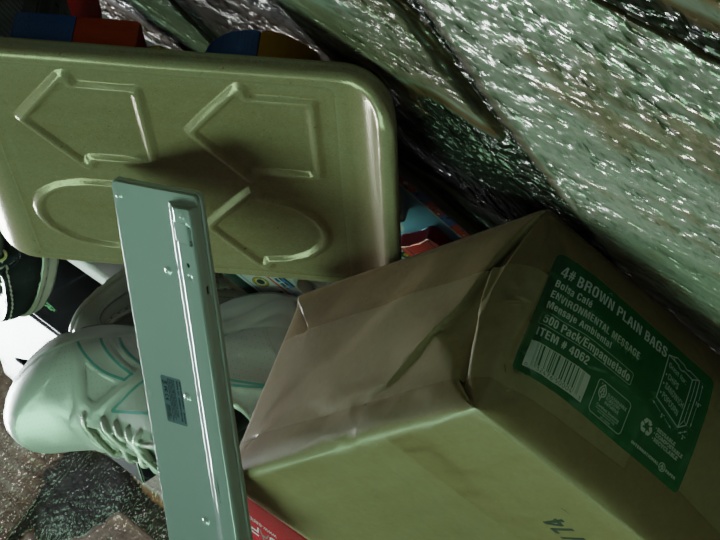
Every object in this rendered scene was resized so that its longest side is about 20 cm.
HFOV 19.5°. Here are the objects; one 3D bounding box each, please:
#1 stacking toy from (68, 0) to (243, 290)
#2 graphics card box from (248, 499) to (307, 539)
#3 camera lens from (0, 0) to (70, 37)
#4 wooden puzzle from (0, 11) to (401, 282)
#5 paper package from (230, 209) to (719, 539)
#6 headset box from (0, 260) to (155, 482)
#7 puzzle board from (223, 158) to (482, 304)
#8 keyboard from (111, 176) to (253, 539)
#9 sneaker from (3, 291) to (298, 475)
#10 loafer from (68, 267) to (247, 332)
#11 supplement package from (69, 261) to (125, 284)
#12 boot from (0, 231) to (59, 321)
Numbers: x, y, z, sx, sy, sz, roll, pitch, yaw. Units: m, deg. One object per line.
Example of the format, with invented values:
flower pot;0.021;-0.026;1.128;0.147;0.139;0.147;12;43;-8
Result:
stacking toy;-0.110;-0.081;1.109;0.200;0.085;0.085;40;174;-7
graphics card box;0.005;0.086;1.191;0.125;0.200;0.051;32;143;32
camera lens;-0.229;-0.136;0.926;0.160;0.160;0.200;34;174;19
wooden puzzle;-0.077;-0.054;0.916;0.199;0.046;0.185;9;154;7
paper package;0.075;0.086;0.928;0.200;0.104;0.190;38;145;-25
headset box;-0.128;0.025;1.350;0.174;0.200;0.093;31;143;45
puzzle board;0.000;0.000;1.042;0.150;0.017;0.200;-17;135;42
keyboard;-0.075;0.058;0.917;0.056;0.011;0.201;15;119;47
sneaker;-0.107;0.070;1.090;0.200;0.080;0.070;-15;138;27
loafer;-0.064;0.019;1.172;0.070;0.199;0.070;52;148;36
supplement package;-0.151;-0.063;1.256;0.200;0.120;0.121;31;172;41
boot;-0.242;-0.022;1.111;0.073;0.154;0.204;43;149;27
